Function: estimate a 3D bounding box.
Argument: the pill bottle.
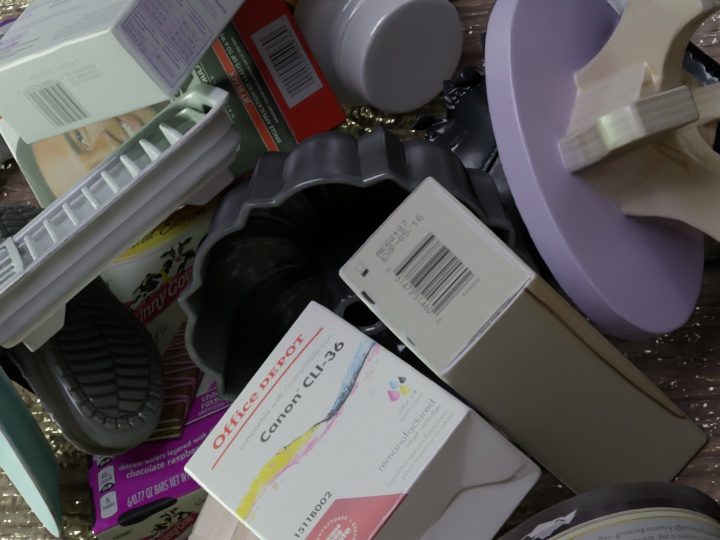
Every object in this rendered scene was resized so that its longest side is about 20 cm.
[{"bbox_3d":[-0.026,-0.172,1.718,0.109,0.109,0.200,-51,46,-2],"label":"pill bottle"}]

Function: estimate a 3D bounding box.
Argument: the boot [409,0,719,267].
[{"bbox_3d":[0.132,-0.070,1.570,0.198,0.073,0.163,44,102,30],"label":"boot"}]

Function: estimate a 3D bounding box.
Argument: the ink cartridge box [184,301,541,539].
[{"bbox_3d":[-0.012,0.095,1.420,0.117,0.067,0.200,-52,35,-4],"label":"ink cartridge box"}]

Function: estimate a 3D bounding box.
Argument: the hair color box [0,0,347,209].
[{"bbox_3d":[-0.117,-0.091,1.682,0.200,0.102,0.061,-24,8,37],"label":"hair color box"}]

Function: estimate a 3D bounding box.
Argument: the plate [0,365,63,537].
[{"bbox_3d":[-0.227,0.071,1.663,0.026,0.200,0.200,-33,46,-11],"label":"plate"}]

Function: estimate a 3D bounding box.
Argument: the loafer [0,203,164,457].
[{"bbox_3d":[-0.176,0.045,1.651,0.200,0.075,0.070,59,138,41],"label":"loafer"}]

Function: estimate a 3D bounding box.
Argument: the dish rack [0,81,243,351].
[{"bbox_3d":[-0.145,-0.025,1.551,0.200,0.044,0.172,-41,11,-3],"label":"dish rack"}]

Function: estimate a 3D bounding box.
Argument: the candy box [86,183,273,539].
[{"bbox_3d":[-0.098,0.060,1.662,0.136,0.061,0.200,-26,51,21],"label":"candy box"}]

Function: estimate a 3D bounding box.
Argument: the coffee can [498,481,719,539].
[{"bbox_3d":[0.145,0.223,1.331,0.146,0.146,0.200,-34,49,14],"label":"coffee can"}]

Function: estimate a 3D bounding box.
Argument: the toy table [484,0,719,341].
[{"bbox_3d":[0.157,-0.074,1.431,0.117,0.200,0.184,-22,9,45],"label":"toy table"}]

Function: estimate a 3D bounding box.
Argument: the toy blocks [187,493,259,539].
[{"bbox_3d":[-0.014,0.158,1.515,0.200,0.100,0.137,19,77,27],"label":"toy blocks"}]

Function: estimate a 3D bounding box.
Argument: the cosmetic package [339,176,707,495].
[{"bbox_3d":[0.087,0.046,1.444,0.073,0.200,0.104,-47,48,3],"label":"cosmetic package"}]

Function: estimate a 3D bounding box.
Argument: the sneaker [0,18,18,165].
[{"bbox_3d":[-0.281,-0.088,1.876,0.088,0.080,0.200,24,80,50],"label":"sneaker"}]

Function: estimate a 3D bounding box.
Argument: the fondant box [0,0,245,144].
[{"bbox_3d":[-0.119,-0.171,1.610,0.144,0.058,0.200,-12,37,48],"label":"fondant box"}]

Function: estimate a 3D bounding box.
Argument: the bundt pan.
[{"bbox_3d":[0.000,0.000,1.536,0.202,0.202,0.076,-26,39,20],"label":"bundt pan"}]
